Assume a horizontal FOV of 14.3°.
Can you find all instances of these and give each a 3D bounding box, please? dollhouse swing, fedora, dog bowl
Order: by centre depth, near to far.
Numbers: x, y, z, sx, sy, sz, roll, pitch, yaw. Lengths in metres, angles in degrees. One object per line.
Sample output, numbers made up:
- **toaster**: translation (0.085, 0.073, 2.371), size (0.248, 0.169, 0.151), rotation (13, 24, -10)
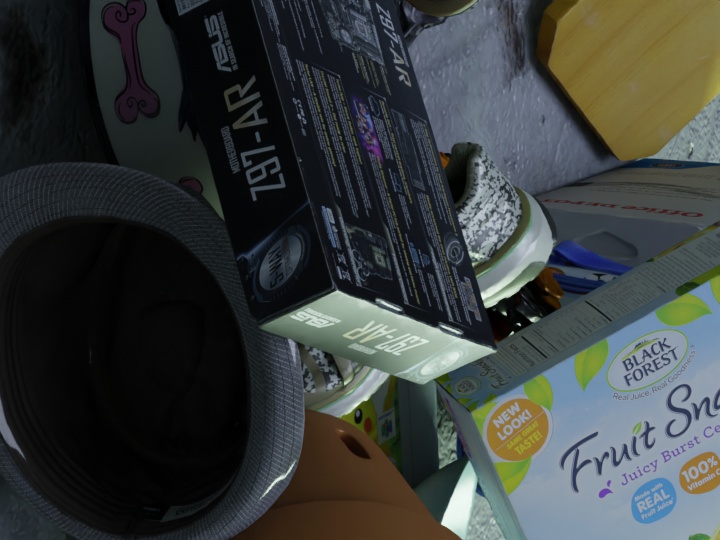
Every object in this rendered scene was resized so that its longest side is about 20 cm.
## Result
- **fedora**: translation (-0.097, 0.030, 1.324), size (0.090, 0.177, 0.200), rotation (-47, 129, -61)
- **dog bowl**: translation (-0.055, -0.106, 1.422), size (0.200, 0.074, 0.201), rotation (27, 59, -57)
- **dollhouse swing**: translation (0.182, -0.208, 1.871), size (0.200, 0.176, 0.182), rotation (45, 15, -51)

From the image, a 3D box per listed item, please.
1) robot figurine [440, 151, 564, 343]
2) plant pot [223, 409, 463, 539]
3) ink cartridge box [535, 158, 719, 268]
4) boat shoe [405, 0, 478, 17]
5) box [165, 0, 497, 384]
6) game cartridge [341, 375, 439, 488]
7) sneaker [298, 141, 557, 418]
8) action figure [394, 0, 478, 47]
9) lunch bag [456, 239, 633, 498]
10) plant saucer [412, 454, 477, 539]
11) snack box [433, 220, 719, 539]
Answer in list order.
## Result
- **robot figurine**: translation (0.045, -0.020, 1.608), size (0.200, 0.058, 0.145), rotation (35, 24, -51)
- **plant pot**: translation (-0.036, 0.164, 1.420), size (0.140, 0.200, 0.200), rotation (-111, 175, -49)
- **ink cartridge box**: translation (0.198, -0.013, 1.820), size (0.200, 0.144, 0.084), rotation (-19, 111, -56)
- **boat shoe**: translation (0.012, -0.215, 1.483), size (0.201, 0.072, 0.066), rotation (59, 7, 14)
- **box**: translation (-0.016, -0.059, 1.302), size (0.160, 0.043, 0.200), rotation (21, 49, -60)
- **game cartridge**: translation (-0.017, 0.076, 1.587), size (0.200, 0.040, 0.134), rotation (-25, 112, -55)
- **sneaker**: translation (0.000, 0.000, 1.461), size (0.200, 0.077, 0.089), rotation (-36, 131, -7)
- **action figure**: translation (0.049, -0.205, 1.590), size (0.119, 0.102, 0.200), rotation (29, 68, -69)
- **lunch bag**: translation (0.149, 0.070, 1.706), size (0.076, 0.200, 0.161), rotation (-25, 124, -62)
- **plant saucer**: translation (0.021, 0.193, 1.621), size (0.201, 0.039, 0.201), rotation (17, 90, -82)
- **snack box**: translation (0.164, 0.089, 1.587), size (0.200, 0.068, 0.169), rotation (-28, 112, -10)
